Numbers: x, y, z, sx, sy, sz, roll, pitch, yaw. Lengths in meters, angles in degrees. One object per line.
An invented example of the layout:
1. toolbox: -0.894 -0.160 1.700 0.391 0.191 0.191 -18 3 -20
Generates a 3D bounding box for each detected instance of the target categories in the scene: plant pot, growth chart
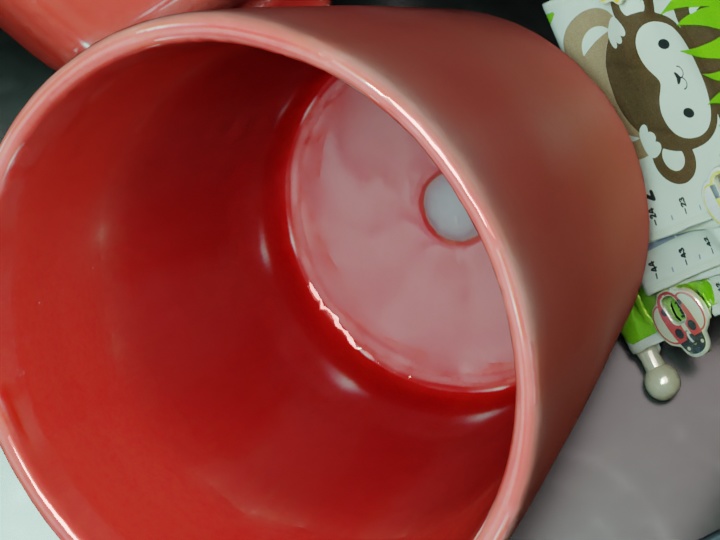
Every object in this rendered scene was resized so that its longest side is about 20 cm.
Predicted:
1. plant pot: 0.000 0.000 0.937 0.199 0.177 0.202 8 109 24
2. growth chart: 0.114 -0.050 0.961 0.018 0.200 0.145 -29 84 -33

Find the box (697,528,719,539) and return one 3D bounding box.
1. box: 0.141 0.189 0.961 0.181 0.104 0.201 -27 80 -1

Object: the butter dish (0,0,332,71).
1. butter dish: -0.068 -0.130 0.999 0.199 0.200 0.148 -43 104 -4

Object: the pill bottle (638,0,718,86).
1. pill bottle: 0.135 -0.125 1.007 0.111 0.112 0.201 -20 80 -1
